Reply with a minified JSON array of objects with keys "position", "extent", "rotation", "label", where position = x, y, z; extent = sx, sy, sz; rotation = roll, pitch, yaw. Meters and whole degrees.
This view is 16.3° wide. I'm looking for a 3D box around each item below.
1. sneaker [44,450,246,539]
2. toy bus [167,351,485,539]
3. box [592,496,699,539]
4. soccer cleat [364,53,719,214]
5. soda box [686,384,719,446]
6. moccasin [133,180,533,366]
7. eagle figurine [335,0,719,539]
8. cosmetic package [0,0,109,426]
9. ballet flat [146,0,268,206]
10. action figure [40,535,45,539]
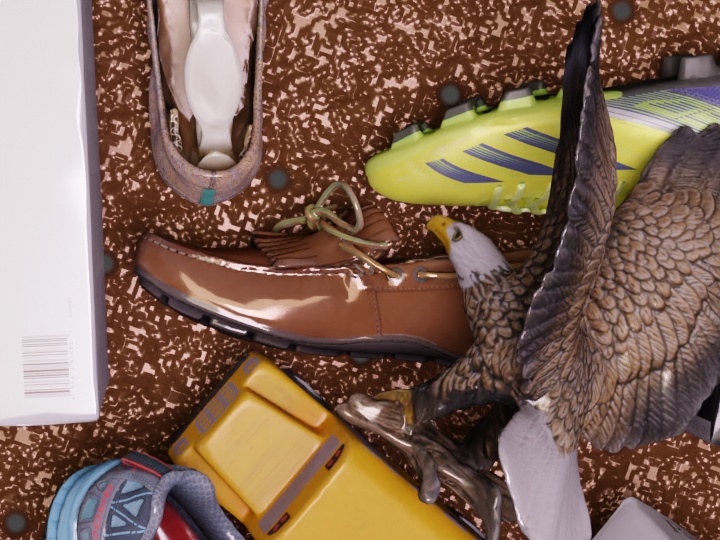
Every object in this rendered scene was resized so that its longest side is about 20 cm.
[{"position":[-0.058,0.169,1.055],"extent":[0.079,0.095,0.201],"rotation":[-37,99,-38],"label":"sneaker"},{"position":[0.010,0.123,1.107],"extent":[0.200,0.078,0.065],"rotation":[41,91,-21],"label":"toy bus"},{"position":[0.141,0.243,1.068],"extent":[0.199,0.131,0.200],"rotation":[36,96,-28],"label":"box"},{"position":[0.103,-0.046,1.121],"extent":[0.199,0.065,0.084],"rotation":[-10,96,-3],"label":"soccer cleat"},{"position":[0.251,0.063,1.132],"extent":[0.199,0.071,0.064],"rotation":[12,91,-4],"label":"soda box"},{"position":[0.000,0.000,1.111],"extent":[0.200,0.074,0.078],"rotation":[7,93,-5],"label":"moccasin"},{"position":[0.085,0.009,1.035],"extent":[0.151,0.152,0.200],"rotation":[44,98,1],"label":"eagle figurine"},{"position":[-0.136,-0.042,1.063],"extent":[0.051,0.151,0.201],"rotation":[-2,93,-2],"label":"cosmetic package"},{"position":[-0.066,-0.129,1.104],"extent":[0.068,0.067,0.201],"rotation":[-6,93,-4],"label":"ballet flat"},{"position":[-0.193,0.166,1.097],"extent":[0.193,0.105,0.200],"rotation":[35,87,5],"label":"action figure"}]
